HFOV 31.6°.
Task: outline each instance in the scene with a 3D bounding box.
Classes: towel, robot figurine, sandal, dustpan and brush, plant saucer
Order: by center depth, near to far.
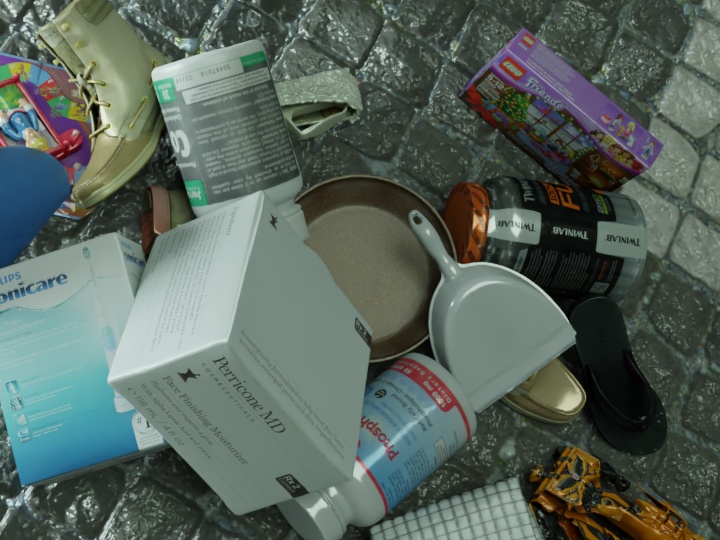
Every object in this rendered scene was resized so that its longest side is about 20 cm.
[{"bbox_3d":[0.111,0.321,1.245,0.165,0.086,0.200,-18,80,-6],"label":"towel"},{"bbox_3d":[0.110,0.024,1.286,0.139,0.057,0.200,-35,106,-5],"label":"dustpan and brush"},{"bbox_3d":[0.260,0.261,1.316,0.200,0.058,0.145,36,47,10],"label":"robot figurine"},{"bbox_3d":[0.000,0.000,1.321,0.200,0.037,0.201,1,76,-4],"label":"plant saucer"},{"bbox_3d":[0.274,0.121,1.359,0.075,0.048,0.201,-27,108,1],"label":"sandal"}]

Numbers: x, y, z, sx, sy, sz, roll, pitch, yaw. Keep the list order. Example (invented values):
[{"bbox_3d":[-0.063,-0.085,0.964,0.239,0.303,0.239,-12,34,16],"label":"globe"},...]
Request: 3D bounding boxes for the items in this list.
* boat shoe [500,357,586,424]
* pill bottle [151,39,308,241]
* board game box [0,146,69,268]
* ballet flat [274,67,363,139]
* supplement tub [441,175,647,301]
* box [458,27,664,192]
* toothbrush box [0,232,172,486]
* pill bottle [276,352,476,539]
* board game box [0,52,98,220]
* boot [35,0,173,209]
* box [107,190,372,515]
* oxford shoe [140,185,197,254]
[{"bbox_3d":[0.163,0.092,1.349,0.200,0.069,0.074,36,68,-6],"label":"boat shoe"},{"bbox_3d":[-0.122,-0.115,1.239,0.113,0.113,0.200,-20,101,-22],"label":"pill bottle"},{"bbox_3d":[-0.362,-0.051,1.156,0.039,0.200,0.158,52,21,23],"label":"board game box"},{"bbox_3d":[-0.085,-0.163,1.330,0.200,0.072,0.072,-18,82,-21],"label":"ballet flat"},{"bbox_3d":[0.194,-0.034,1.365,0.200,0.123,0.123,7,74,-17],"label":"supplement tub"},{"bbox_3d":[0.217,-0.165,1.400,0.200,0.137,0.039,39,67,-5],"label":"box"},{"bbox_3d":[-0.256,0.083,1.176,0.146,0.085,0.200,-18,82,4],"label":"toothbrush box"},{"bbox_3d":[0.012,0.180,1.254,0.200,0.109,0.109,-39,90,-24],"label":"pill bottle"},{"bbox_3d":[-0.329,-0.143,1.262,0.200,0.039,0.158,12,72,-16],"label":"board game box"},{"bbox_3d":[-0.260,-0.172,1.237,0.155,0.073,0.200,47,50,-26],"label":"boot"},{"bbox_3d":[-0.100,0.075,1.154,0.199,0.131,0.200,53,28,-32],"label":"box"},{"bbox_3d":[-0.172,0.011,1.260,0.074,0.071,0.200,0,77,-24],"label":"oxford shoe"}]
